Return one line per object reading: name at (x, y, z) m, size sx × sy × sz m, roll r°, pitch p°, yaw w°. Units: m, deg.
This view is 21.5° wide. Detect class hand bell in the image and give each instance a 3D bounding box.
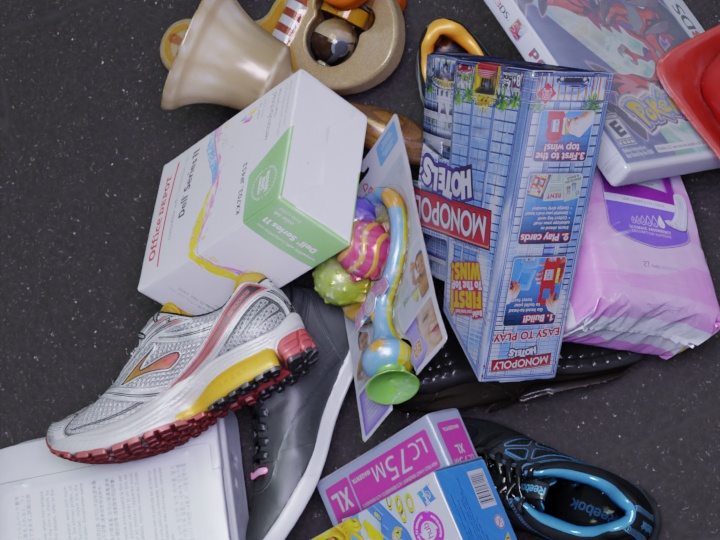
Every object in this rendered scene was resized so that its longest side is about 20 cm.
hand bell at (-0.032, -0.121, 1.354) m, size 0.198 × 0.104 × 0.105 m, roll 25°, pitch 80°, yaw -1°

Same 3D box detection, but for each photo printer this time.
photo printer at (-0.177, 0.192, 1.342) m, size 0.198 × 0.069 × 0.168 m, roll -13°, pitch 72°, yaw 9°

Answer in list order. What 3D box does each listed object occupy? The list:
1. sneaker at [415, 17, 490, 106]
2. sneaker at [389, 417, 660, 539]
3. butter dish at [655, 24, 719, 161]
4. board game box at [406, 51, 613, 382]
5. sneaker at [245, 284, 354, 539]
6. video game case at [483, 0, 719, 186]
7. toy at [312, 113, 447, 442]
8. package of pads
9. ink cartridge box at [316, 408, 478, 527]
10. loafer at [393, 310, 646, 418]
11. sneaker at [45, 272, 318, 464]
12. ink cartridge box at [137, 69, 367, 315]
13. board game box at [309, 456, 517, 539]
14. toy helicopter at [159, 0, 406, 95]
sneaker at (0.088, -0.093, 1.365) m, size 0.078 × 0.077 × 0.201 m, roll -28°, pitch 72°, yaw 1°
sneaker at (0.106, 0.141, 1.291) m, size 0.198 × 0.082 × 0.074 m, roll 13°, pitch 80°, yaw 17°
butter dish at (0.336, -0.128, 1.260) m, size 0.199 × 0.148 × 0.200 m, roll -23°, pitch 69°, yaw -29°
board game box at (0.084, -0.037, 1.241) m, size 0.061 × 0.200 × 0.202 m, roll -1°, pitch 99°, yaw -24°
sneaker at (-0.068, 0.098, 1.328) m, size 0.098 × 0.071 × 0.202 m, roll 24°, pitch 72°, yaw -14°
video game case at (0.188, -0.145, 1.311) m, size 0.023 × 0.199 × 0.183 m, roll -48°, pitch 65°, yaw 38°
toy at (0.000, 0.000, 1.278) m, size 0.047 × 0.115 × 0.201 m, roll 10°, pitch 46°, yaw -28°
package of pads at (0.166, -0.042, 1.294) m, size 0.076 × 0.120 × 0.202 m, roll -38°, pitch 53°, yaw 43°
ink cartridge box at (0.055, 0.208, 1.269) m, size 0.119 × 0.042 × 0.202 m, roll -34°, pitch 75°, yaw 37°
loafer at (0.102, 0.059, 1.327) m, size 0.198 × 0.072 × 0.074 m, roll -5°, pitch 58°, yaw -6°
sneaker at (-0.126, 0.070, 1.281) m, size 0.199 × 0.078 × 0.083 m, roll -29°, pitch 75°, yaw 10°
ink cartridge box at (-0.088, -0.039, 1.323) m, size 0.199 × 0.067 × 0.118 m, roll -31°, pitch 39°, yaw 40°
board game box at (0.035, 0.253, 1.227) m, size 0.195 × 0.056 × 0.202 m, roll -34°, pitch 73°, yaw 37°
toy helicopter at (-0.060, -0.164, 1.430) m, size 0.198 × 0.079 × 0.134 m, roll -3°, pitch 82°, yaw 22°
